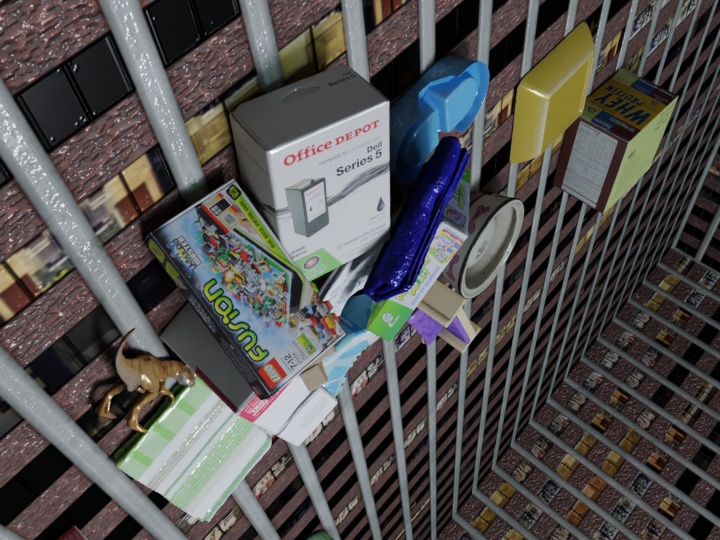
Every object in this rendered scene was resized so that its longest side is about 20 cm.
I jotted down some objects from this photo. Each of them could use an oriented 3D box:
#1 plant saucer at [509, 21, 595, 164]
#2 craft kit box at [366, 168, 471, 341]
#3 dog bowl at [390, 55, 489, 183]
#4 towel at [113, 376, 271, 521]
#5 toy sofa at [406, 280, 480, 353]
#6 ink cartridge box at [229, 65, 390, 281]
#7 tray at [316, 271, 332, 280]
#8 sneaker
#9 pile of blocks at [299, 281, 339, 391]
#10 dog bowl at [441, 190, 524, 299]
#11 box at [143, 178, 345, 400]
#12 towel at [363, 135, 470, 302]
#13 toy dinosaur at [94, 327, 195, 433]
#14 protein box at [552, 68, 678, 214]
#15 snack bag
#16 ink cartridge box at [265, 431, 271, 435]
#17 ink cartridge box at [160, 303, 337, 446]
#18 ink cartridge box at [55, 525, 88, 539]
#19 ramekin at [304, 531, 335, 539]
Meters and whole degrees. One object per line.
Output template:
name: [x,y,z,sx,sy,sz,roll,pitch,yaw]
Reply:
plant saucer: [0.347,-0.302,1.339,0.200,0.048,0.201,-44,152,-22]
craft kit box: [0.084,-0.032,1.064,0.201,0.048,0.198,-57,-173,32]
dog bowl: [0.094,-0.208,1.015,0.200,0.049,0.112,-48,154,-17]
towel: [-0.214,0.233,0.993,0.149,0.031,0.200,-49,137,-14]
toy sofa: [0.161,0.102,1.460,0.098,0.083,0.200,-52,154,-7]
ink cartridge box: [-0.047,-0.097,0.820,0.145,0.084,0.201,-27,142,-21]
tray: [-0.021,-0.091,0.973,0.098,0.037,0.201,-31,145,-39]
sneaker: [-0.025,0.123,1.177,0.199,0.079,0.131,-27,142,-29]
pile of blocks: [-0.058,0.053,0.892,0.062,0.201,0.082,-29,142,5]
dog bowl: [0.210,-0.053,1.362,0.200,0.073,0.201,-42,150,-31]
box: [-0.116,0.019,0.774,0.110,0.201,0.035,-39,-174,-30]
towel: [0.071,-0.056,0.943,0.201,0.049,0.148,-63,-178,-11]
toy dinosaur: [-0.246,0.116,0.827,0.107,0.060,0.200,-65,166,-8]
protein box: [0.530,-0.271,1.587,0.198,0.135,0.201,-39,151,-28]
snack bag: [0.000,0.000,1.064,0.200,0.021,0.189,-34,162,-52]
ink cartridge box: [-0.201,0.238,1.041,0.161,0.047,0.200,-52,156,-6]
ink cartridge box: [-0.128,0.122,0.916,0.083,0.145,0.200,-48,153,-8]
ink cartridge box: [-0.388,0.430,0.910,0.200,0.085,0.146,-41,151,-30]
ramekin: [-0.107,0.678,1.669,0.200,0.097,0.201,-40,151,-28]
